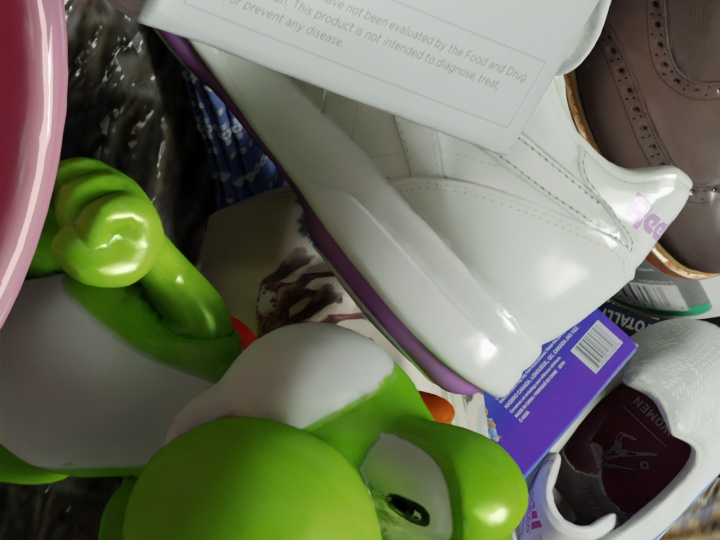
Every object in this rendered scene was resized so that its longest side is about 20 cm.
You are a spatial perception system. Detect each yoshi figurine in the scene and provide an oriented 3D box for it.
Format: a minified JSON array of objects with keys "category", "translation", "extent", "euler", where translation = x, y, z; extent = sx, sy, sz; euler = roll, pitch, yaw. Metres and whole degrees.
[{"category":"yoshi figurine","translation":[-0.059,0.039,0.733],"extent":[0.112,0.200,0.112],"euler":[-59,150,-18]}]

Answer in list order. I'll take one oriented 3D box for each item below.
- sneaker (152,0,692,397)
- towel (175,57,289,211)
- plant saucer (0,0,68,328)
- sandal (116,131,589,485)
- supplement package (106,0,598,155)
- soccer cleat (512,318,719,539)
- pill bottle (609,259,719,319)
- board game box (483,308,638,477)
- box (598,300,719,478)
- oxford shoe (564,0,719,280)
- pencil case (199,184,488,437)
[{"category":"sneaker","translation":[0.003,-0.068,0.764],"extent":[0.100,0.200,0.075],"euler":[-38,175,5]},{"category":"towel","translation":[-0.018,-0.114,0.900],"extent":[0.145,0.024,0.200],"euler":[-54,150,-30]},{"category":"plant saucer","translation":[-0.152,-0.038,0.643],"extent":[0.201,0.051,0.201],"euler":[-11,105,-46]},{"category":"sandal","translation":[0.000,0.001,0.895],"extent":[0.200,0.075,0.048],"euler":[-53,166,4]},{"category":"supplement package","translation":[0.012,-0.147,0.626],"extent":[0.117,0.117,0.200],"euler":[18,107,-45]},{"category":"soccer cleat","translation":[0.064,0.095,1.072],"extent":[0.200,0.070,0.086],"euler":[-55,166,26]},{"category":"pill bottle","translation":[0.096,-0.067,1.009],"extent":[0.113,0.113,0.200],"euler":[-63,156,-12]},{"category":"board game box","translation":[-0.007,0.098,0.955],"extent":[0.200,0.045,0.134],"euler":[-45,176,-38]},{"category":"box","translation":[0.157,-0.021,1.149],"extent":[0.200,0.122,0.106],"euler":[-67,153,-4]},{"category":"oxford shoe","translation":[0.099,-0.077,0.851],"extent":[0.071,0.073,0.200],"euler":[-29,125,-25]},{"category":"pencil case","translation":[0.004,0.065,0.821],"extent":[0.078,0.089,0.200],"euler":[8,73,-58]}]
